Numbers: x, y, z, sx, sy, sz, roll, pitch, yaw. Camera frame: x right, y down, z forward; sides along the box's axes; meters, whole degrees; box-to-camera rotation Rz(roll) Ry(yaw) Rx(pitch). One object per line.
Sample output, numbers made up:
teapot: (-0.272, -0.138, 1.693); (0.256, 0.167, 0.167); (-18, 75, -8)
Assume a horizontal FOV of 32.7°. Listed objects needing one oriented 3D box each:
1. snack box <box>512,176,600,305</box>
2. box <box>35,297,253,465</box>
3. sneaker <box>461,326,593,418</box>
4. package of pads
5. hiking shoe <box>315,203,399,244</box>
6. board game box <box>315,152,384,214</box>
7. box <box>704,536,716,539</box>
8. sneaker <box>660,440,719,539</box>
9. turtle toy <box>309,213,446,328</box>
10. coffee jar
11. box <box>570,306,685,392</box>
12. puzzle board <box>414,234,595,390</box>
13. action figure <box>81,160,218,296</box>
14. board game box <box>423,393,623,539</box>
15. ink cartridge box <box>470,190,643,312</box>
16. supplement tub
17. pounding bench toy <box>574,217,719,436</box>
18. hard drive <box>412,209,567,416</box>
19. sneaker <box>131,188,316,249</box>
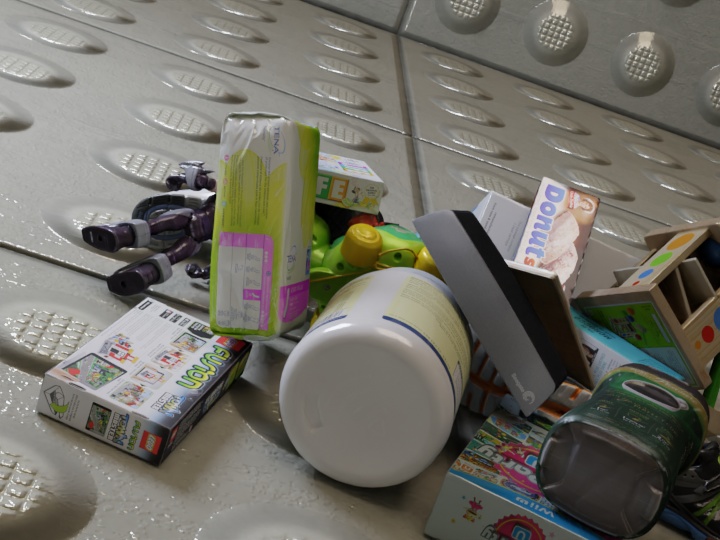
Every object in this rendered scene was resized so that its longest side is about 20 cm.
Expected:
snack box: (0.207, -0.016, 1.348); (0.072, 0.024, 0.200); (21, 53, 4)
box: (-0.174, 0.086, 1.026); (0.110, 0.035, 0.200); (23, 20, 7)
sneaker: (0.160, 0.118, 1.232); (0.200, 0.078, 0.077); (31, 8, 18)
package of pads: (-0.086, -0.040, 1.117); (0.068, 0.201, 0.154); (4, 2, 8)
hiking shoe: (-0.044, -0.056, 1.435); (0.100, 0.076, 0.200); (14, 1, -35)
board game box: (-0.053, -0.103, 1.301); (0.134, 0.034, 0.200); (12, 9, -8)
box: (0.283, 0.287, 0.903); (0.100, 0.075, 0.200); (24, 22, 9)
sneaker: (0.328, 0.205, 1.140); (0.199, 0.083, 0.071); (25, 21, 12)
turtle toy: (0.000, 0.000, 1.237); (0.199, 0.146, 0.101); (17, 36, -9)
coffee jar: (0.223, 0.142, 1.014); (0.104, 0.086, 0.200); (26, 20, 20)
box: (0.242, 0.101, 1.328); (0.200, 0.083, 0.049); (35, 23, 33)
puzzle board: (0.144, 0.038, 1.259); (0.200, 0.151, 0.017); (18, 53, 46)
action figure: (-0.174, -0.041, 1.234); (0.069, 0.131, 0.200); (-9, 11, 44)
board game box: (0.156, 0.191, 1.039); (0.147, 0.065, 0.200); (25, 21, 13)
ink cartridge box: (0.215, -0.003, 1.462); (0.199, 0.084, 0.145); (25, -13, -2)
supplement tub: (0.021, 0.083, 1.063); (0.144, 0.145, 0.200); (23, 20, 5)
pounding bench toy: (0.369, 0.064, 1.350); (0.156, 0.200, 0.124); (-38, 12, -26)
hard drive: (0.124, 0.031, 1.129); (0.200, 0.042, 0.135); (60, 15, 7)
sneaker: (-0.148, -0.066, 1.348); (0.199, 0.075, 0.087); (2, 13, -6)
